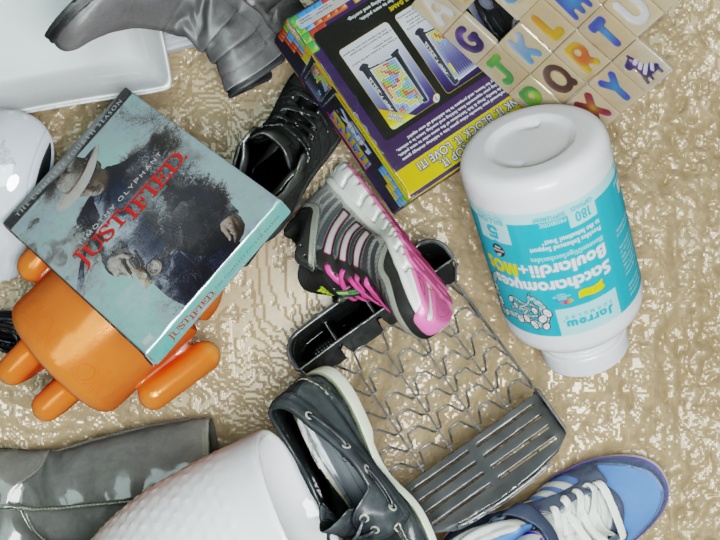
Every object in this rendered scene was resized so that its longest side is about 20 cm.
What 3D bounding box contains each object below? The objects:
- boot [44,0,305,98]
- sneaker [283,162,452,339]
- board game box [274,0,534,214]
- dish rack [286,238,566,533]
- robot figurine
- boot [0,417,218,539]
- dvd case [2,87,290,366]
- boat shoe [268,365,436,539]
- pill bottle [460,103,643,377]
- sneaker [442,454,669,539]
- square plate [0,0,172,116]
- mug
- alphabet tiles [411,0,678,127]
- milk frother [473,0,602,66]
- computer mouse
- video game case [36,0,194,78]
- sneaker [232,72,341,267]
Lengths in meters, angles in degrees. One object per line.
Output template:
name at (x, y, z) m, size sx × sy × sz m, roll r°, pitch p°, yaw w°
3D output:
boot at (-0.129, -0.187, 1.110) m, size 0.200 × 0.070 × 0.132 m, roll -35°, pitch 100°, yaw -20°
sneaker at (0.000, 0.000, 1.096) m, size 0.087 × 0.200 × 0.074 m, roll -39°, pitch 132°, yaw 4°
board game box at (0.062, -0.167, 1.118) m, size 0.200 × 0.057 × 0.166 m, roll -34°, pitch 90°, yaw -18°
dish rack at (0.055, 0.094, 1.118) m, size 0.153 × 0.055 × 0.200 m, roll -36°, pitch 65°, yaw 2°
robot figurine at (-0.187, 0.030, 1.124) m, size 0.200 × 0.117 × 0.144 m, roll -44°, pitch 53°, yaw -1°
boot at (-0.208, 0.211, 1.154) m, size 0.199 × 0.073 × 0.183 m, roll -2°, pitch 92°, yaw -5°
dvd case at (-0.161, -0.038, 1.062) m, size 0.146 × 0.022 × 0.200 m, roll -49°, pitch 52°, yaw -6°
boat shoe at (-0.007, 0.170, 1.069) m, size 0.066 × 0.074 × 0.200 m, roll -20°, pitch 83°, yaw -43°
pill bottle at (0.150, -0.016, 1.086) m, size 0.110 × 0.111 × 0.200 m, roll -20°, pitch 125°, yaw 1°
sneaker at (0.151, 0.205, 1.097) m, size 0.199 × 0.146 × 0.081 m, roll -21°, pitch 89°, yaw 2°
square plate at (-0.261, -0.224, 1.151) m, size 0.197 × 0.028 × 0.201 m, roll -10°, pitch 90°, yaw 2°
mug at (-0.104, 0.239, 1.072) m, size 0.175 × 0.148 × 0.200 m, roll -27°, pitch 121°, yaw 8°
alphabet tiles at (0.139, -0.180, 1.009) m, size 0.167 × 0.200 × 0.008 m, roll 42°, pitch 59°, yaw -4°
milk frother at (0.171, -0.282, 1.041) m, size 0.180 × 0.200 × 0.188 m, roll 44°, pitch 65°, yaw 0°
computer mouse at (-0.298, -0.029, 1.141) m, size 0.109 × 0.044 × 0.201 m, roll 17°, pitch 104°, yaw 1°
video game case at (-0.201, -0.269, 1.173) m, size 0.143 × 0.018 × 0.201 m, roll -14°, pitch 90°, yaw 2°
sneaker at (-0.059, -0.090, 1.110) m, size 0.060 × 0.104 × 0.200 m, roll 25°, pitch 78°, yaw 3°
